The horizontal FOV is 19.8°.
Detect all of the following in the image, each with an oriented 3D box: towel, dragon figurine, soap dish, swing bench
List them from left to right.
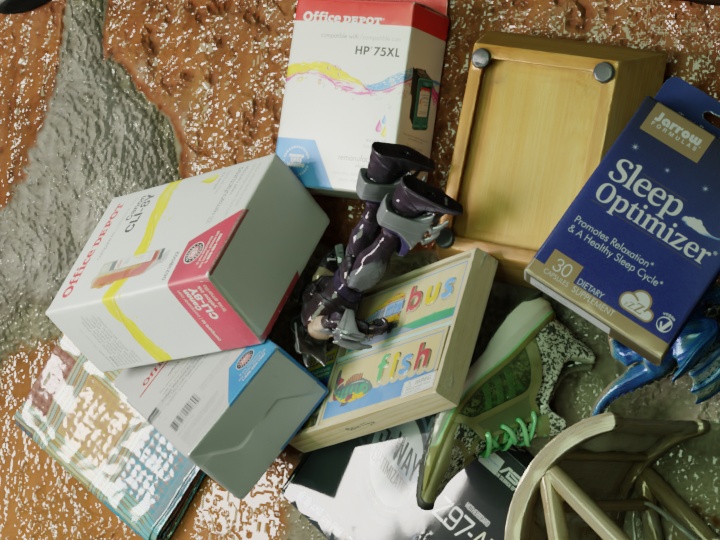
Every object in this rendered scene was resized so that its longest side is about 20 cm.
[{"bbox_3d":[-0.212,0.131,1.833,0.200,0.022,0.147,36,101,27],"label":"towel"},{"bbox_3d":[0.144,-0.085,1.623,0.157,0.081,0.200,12,92,29],"label":"soap dish"},{"bbox_3d":[0.206,0.213,1.490,0.130,0.199,0.200,-33,70,22],"label":"swing bench"},{"bbox_3d":[0.245,0.060,1.552,0.099,0.059,0.200,32,87,39],"label":"dragon figurine"}]

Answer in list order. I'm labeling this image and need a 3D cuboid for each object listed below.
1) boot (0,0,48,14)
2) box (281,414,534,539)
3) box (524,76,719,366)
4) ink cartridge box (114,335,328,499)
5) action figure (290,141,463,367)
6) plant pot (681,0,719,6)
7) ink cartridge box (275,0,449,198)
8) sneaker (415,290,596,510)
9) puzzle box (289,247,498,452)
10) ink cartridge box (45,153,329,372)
[{"bbox_3d":[-0.284,-0.346,1.888,0.203,0.073,0.154,-31,76,26],"label":"boot"},{"bbox_3d":[0.052,0.181,1.668,0.200,0.044,0.160,42,105,26],"label":"box"},{"bbox_3d":[0.226,-0.044,1.534,0.121,0.032,0.200,33,78,13],"label":"box"},{"bbox_3d":[-0.120,0.097,1.714,0.116,0.068,0.200,-51,28,-4],"label":"ink cartridge box"},{"bbox_3d":[0.000,0.000,1.639,0.200,0.069,0.130,-58,28,30],"label":"action figure"},{"bbox_3d":[0.266,-0.297,1.526,0.200,0.200,0.199,10,98,29],"label":"plant pot"},{"bbox_3d":[0.003,-0.161,1.717,0.116,0.067,0.200,6,87,29],"label":"ink cartridge box"},{"bbox_3d":[0.115,0.110,1.594,0.089,0.077,0.200,32,70,12],"label":"sneaker"},{"bbox_3d":[0.022,0.064,1.633,0.200,0.025,0.133,-22,42,49],"label":"puzzle box"},{"bbox_3d":[-0.146,-0.003,1.714,0.200,0.083,0.145,-13,39,40],"label":"ink cartridge box"}]
